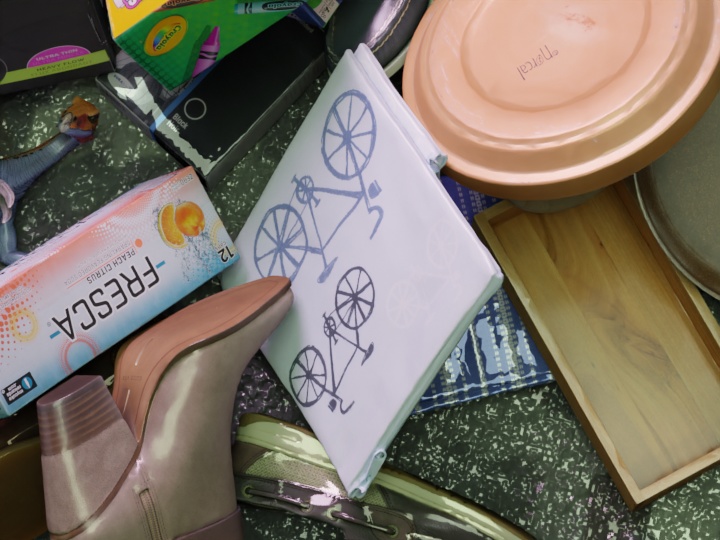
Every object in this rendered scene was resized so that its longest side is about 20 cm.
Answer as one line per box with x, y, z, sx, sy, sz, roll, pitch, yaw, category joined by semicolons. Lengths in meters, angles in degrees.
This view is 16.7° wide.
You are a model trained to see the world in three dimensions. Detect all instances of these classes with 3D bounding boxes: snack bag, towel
0.000;0.000;1.433;0.189;0.021;0.200;-58;48;30;snack bag
0.090;0.005;1.523;0.199;0.024;0.146;-12;77;-3;towel

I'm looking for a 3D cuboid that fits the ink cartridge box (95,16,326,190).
-0.065;-0.156;1.550;0.099;0.039;0.200;41;81;10;ink cartridge box

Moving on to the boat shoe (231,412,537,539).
0.009;0.149;1.471;0.200;0.072;0.066;23;85;11;boat shoe

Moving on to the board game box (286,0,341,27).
-0.058;-0.233;1.508;0.200;0.034;0.136;25;77;45;board game box

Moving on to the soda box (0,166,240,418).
-0.167;0.014;1.448;0.200;0.063;0.069;-35;102;-38;soda box

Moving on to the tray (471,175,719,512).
0.158;0.034;1.486;0.098;0.037;0.201;-27;78;-7;tray

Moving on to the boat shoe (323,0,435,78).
0.021;-0.203;1.499;0.075;0.062;0.201;12;64;28;boat shoe

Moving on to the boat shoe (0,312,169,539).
-0.184;0.099;1.490;0.199;0.071;0.070;-33;41;-9;boat shoe

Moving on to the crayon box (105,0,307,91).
-0.098;-0.217;1.460;0.118;0.058;0.201;-31;46;18;crayon box

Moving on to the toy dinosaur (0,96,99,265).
-0.249;-0.050;1.511;0.199;0.105;0.182;27;62;17;toy dinosaur

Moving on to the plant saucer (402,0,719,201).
0.116;-0.130;1.417;0.199;0.032;0.201;-14;51;18;plant saucer

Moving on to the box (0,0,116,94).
-0.243;-0.221;1.508;0.148;0.124;0.201;-12;67;-1;box

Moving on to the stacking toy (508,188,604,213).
0.089;-0.130;1.502;0.085;0.086;0.201;-23;52;-3;stacking toy

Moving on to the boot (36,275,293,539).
-0.100;0.109;1.431;0.199;0.070;0.147;-28;107;-25;boot

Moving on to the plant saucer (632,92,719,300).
0.256;-0.071;1.489;0.199;0.032;0.202;1;87;-10;plant saucer
